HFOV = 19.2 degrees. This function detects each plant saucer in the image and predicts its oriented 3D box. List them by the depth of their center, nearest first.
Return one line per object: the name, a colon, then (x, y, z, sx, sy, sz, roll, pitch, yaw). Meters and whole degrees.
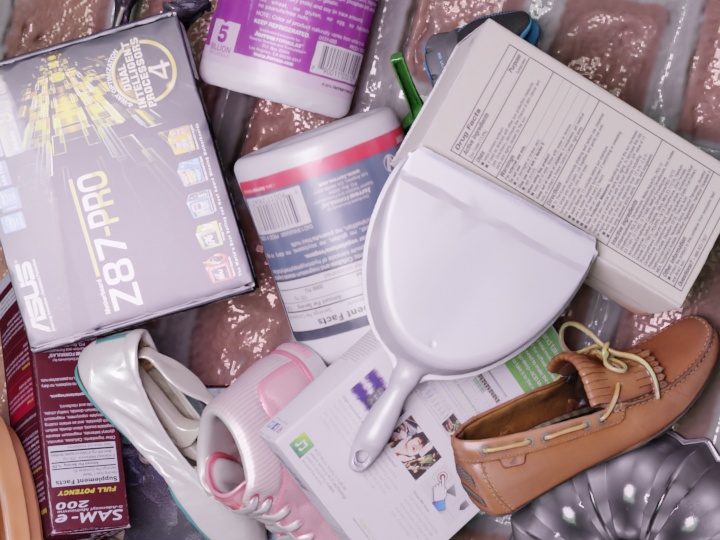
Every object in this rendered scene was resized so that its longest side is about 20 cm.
plant saucer: (-0.259, 0.197, 1.530, 0.032, 0.200, 0.201, -4, 87, -20)

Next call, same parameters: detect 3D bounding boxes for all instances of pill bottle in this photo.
pill bottle: (0.000, 0.000, 1.452, 0.119, 0.120, 0.200, -17, 98, 19)
pill bottle: (-0.037, -0.215, 1.478, 0.112, 0.112, 0.200, 16, 94, 19)

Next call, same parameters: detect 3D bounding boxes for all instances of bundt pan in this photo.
bundt pan: (0.181, 0.205, 1.414, 0.202, 0.076, 0.202, 0, 90, 20)

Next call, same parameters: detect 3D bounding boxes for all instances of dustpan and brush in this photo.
dustpan and brush: (0.044, 0.040, 1.337, 0.139, 0.057, 0.200, 28, 88, -5)

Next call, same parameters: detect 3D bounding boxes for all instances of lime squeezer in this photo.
lime squeezer: (0.056, -0.069, 1.472, 0.038, 0.071, 0.200, -20, 114, -7)

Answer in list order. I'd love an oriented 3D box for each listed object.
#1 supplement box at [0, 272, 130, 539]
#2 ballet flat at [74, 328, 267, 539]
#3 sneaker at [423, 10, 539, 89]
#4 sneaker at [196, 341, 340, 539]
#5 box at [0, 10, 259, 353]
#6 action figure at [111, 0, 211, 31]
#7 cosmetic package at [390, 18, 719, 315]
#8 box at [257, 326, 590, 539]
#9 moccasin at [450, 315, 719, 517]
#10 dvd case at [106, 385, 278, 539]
supplement box: (-0.215, 0.095, 1.522, 0.061, 0.109, 0.200, -3, 78, -21)
ballet flat: (-0.114, 0.121, 1.467, 0.069, 0.069, 0.200, -35, 105, 16)
sneaker: (0.111, -0.081, 1.445, 0.082, 0.073, 0.200, -22, 84, 14)
sneaker: (-0.054, 0.158, 1.432, 0.075, 0.105, 0.200, 7, 119, 46)
box: (-0.173, -0.060, 1.454, 0.161, 0.049, 0.200, -15, 89, 1)
action figure: (-0.167, -0.107, 1.532, 0.119, 0.102, 0.200, 17, 85, 17)
cosmetic package: (0.133, -0.064, 1.378, 0.200, 0.087, 0.103, 32, 79, -8)
box: (0.048, 0.094, 1.402, 0.200, 0.036, 0.144, -41, 115, -12)
moccasin: (0.147, 0.081, 1.392, 0.201, 0.074, 0.078, -26, 117, -11)
dvd case: (-0.104, 0.156, 1.545, 0.200, 0.022, 0.146, -1, 89, 19)
